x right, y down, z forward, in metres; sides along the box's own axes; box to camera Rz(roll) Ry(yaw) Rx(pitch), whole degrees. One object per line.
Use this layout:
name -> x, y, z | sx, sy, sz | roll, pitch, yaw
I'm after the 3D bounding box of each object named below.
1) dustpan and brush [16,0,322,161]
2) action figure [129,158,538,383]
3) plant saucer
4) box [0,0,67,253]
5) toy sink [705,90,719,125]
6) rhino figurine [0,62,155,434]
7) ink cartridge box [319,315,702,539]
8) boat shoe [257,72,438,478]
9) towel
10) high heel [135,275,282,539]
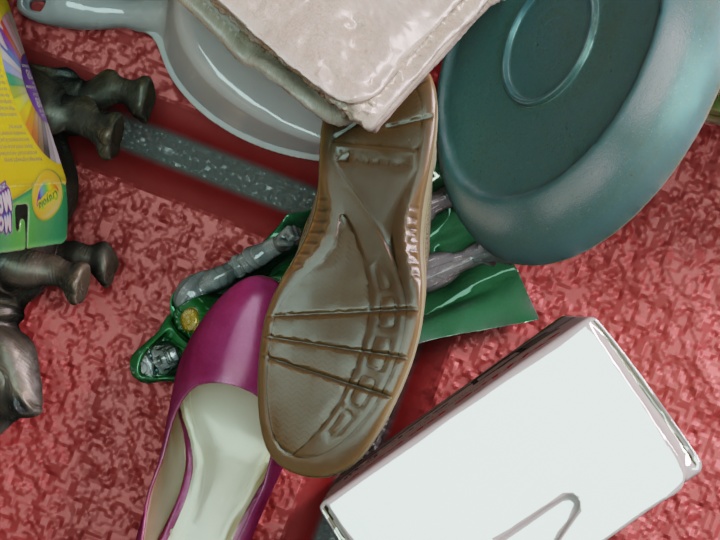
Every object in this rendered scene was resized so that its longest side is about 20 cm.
dustpan and brush -> -0.076, -0.130, 1.046 | 0.198, 0.057, 0.141 | 7, 80, -4
action figure -> -0.024, 0.012, 1.036 | 0.199, 0.055, 0.119 | -25, 86, 3
plant saucer -> 0.094, -0.102, 0.943 | 0.027, 0.200, 0.201 | 20, 89, -32
box -> -0.194, -0.101, 0.950 | 0.048, 0.117, 0.201 | -20, 89, 13
toy sink -> 0.235, -0.113, 0.991 | 0.198, 0.130, 0.113 | 11, 89, 1
rhino figurine -> -0.169, -0.009, 1.036 | 0.087, 0.060, 0.202 | 14, 91, 15
ink cartridge box -> 0.066, 0.093, 0.954 | 0.145, 0.200, 0.084 | -35, 87, 0
boat shoe -> 0.000, 0.000, 0.974 | 0.072, 0.065, 0.202 | 9, 81, 9
towel -> -0.033, -0.165, 0.949 | 0.200, 0.034, 0.133 | 43, 67, 1
high heel -> -0.075, 0.104, 0.985 | 0.067, 0.096, 0.201 | 22, 107, -2
